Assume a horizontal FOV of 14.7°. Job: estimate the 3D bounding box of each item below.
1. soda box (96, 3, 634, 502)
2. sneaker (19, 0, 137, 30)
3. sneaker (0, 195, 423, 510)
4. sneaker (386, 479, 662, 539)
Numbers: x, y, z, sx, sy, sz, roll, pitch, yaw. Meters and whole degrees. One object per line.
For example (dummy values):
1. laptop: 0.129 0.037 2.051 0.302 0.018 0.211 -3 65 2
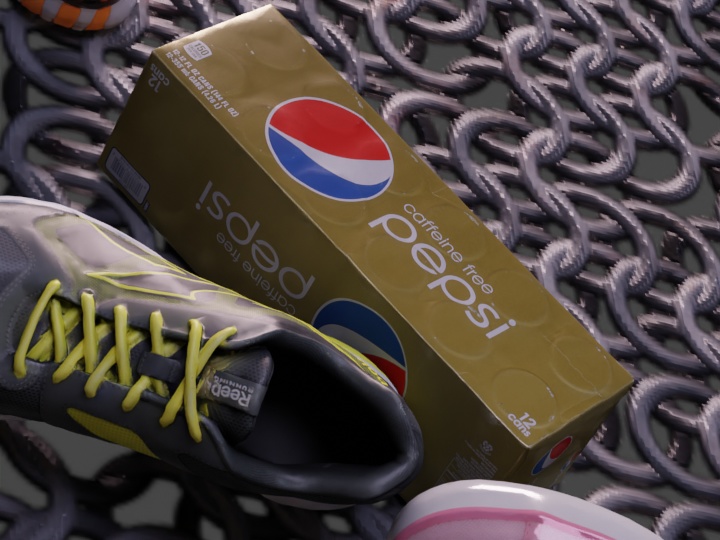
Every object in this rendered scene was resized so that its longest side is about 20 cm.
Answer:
1. soda box: 0.000 0.000 1.001 0.200 0.064 0.068 47 44 16
2. sneaker: -0.091 -0.195 1.097 0.077 0.112 0.200 13 45 -21
3. sneaker: -0.065 0.025 0.903 0.200 0.085 0.075 18 85 -17
4. sneaker: 0.089 0.151 0.899 0.200 0.075 0.105 34 36 -5
